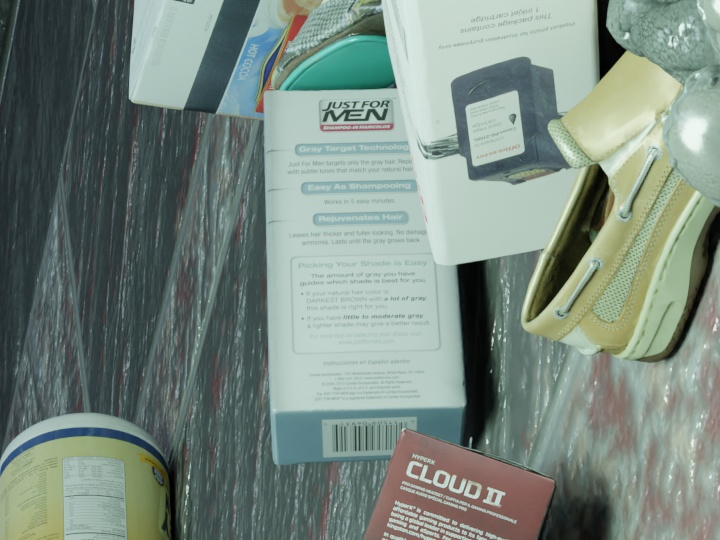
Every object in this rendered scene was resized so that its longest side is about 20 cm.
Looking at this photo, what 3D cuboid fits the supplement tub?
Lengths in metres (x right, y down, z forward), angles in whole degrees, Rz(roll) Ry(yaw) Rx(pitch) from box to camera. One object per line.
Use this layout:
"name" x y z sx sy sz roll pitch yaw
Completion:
"supplement tub" -0.222 0.232 1.937 0.145 0.144 0.200 113 158 -45

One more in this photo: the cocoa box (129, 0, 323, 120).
"cocoa box" -0.057 -0.197 1.456 0.200 0.131 0.134 118 156 -57

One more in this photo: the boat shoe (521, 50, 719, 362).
"boat shoe" 0.114 -0.053 0.978 0.072 0.076 0.201 -114 35 -62

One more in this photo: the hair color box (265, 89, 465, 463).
"hair color box" 0.000 0.000 1.279 0.061 0.099 0.201 91 177 -58

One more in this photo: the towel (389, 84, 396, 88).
"towel" 0.025 -0.182 1.436 0.193 0.034 0.201 150 124 -71

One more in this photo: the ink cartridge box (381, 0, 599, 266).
"ink cartridge box" 0.054 -0.122 1.080 0.200 0.084 0.145 81 179 -50

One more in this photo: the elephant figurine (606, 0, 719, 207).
"elephant figurine" 0.164 -0.066 0.734 0.141 0.155 0.200 -42 0 15

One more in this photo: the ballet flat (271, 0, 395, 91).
"ballet flat" 0.024 -0.146 1.299 0.200 0.072 0.072 -24 58 47

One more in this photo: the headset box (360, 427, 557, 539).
"headset box" 0.023 0.173 1.072 0.149 0.077 0.201 98 -169 -69
